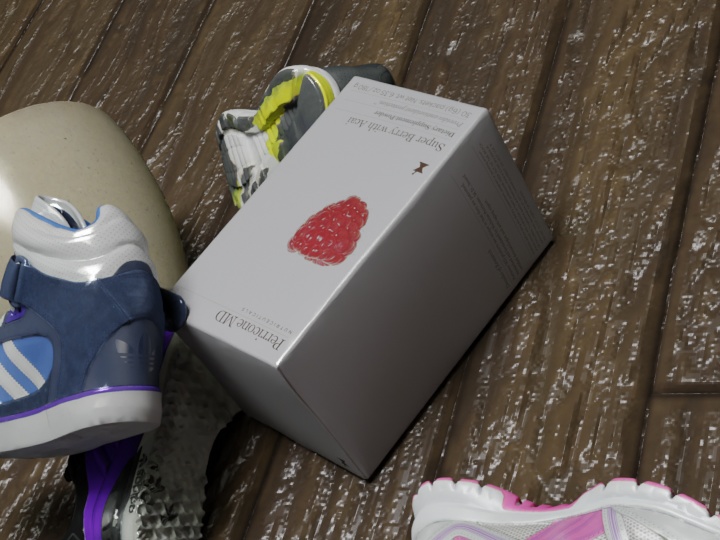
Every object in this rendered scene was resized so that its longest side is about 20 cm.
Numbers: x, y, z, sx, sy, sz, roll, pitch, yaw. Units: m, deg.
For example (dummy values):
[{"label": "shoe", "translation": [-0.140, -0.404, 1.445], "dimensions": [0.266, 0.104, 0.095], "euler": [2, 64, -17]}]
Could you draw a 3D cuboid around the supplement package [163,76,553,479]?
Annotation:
[{"label": "supplement package", "translation": [0.000, 0.000, 0.837], "dimensions": [0.121, 0.120, 0.200], "euler": [21, 65, 43]}]

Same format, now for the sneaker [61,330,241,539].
[{"label": "sneaker", "translation": [-0.140, 0.106, 0.869], "dimensions": [0.099, 0.070, 0.201], "euler": [-16, 41, 32]}]

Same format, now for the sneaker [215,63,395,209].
[{"label": "sneaker", "translation": [-0.039, -0.092, 0.967], "dimensions": [0.084, 0.075, 0.200], "euler": [-13, -3, -27]}]

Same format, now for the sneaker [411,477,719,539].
[{"label": "sneaker", "translation": [0.104, 0.157, 0.661], "dimensions": [0.199, 0.081, 0.089], "euler": [-8, 48, 39]}]

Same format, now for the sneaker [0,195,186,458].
[{"label": "sneaker", "translation": [-0.190, 0.033, 0.821], "dimensions": [0.199, 0.080, 0.147], "euler": [-17, 74, 42]}]

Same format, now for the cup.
[{"label": "cup", "translation": [-0.195, 0.010, 0.927], "dimensions": [0.200, 0.200, 0.143], "euler": [-43, 65, -10]}]
